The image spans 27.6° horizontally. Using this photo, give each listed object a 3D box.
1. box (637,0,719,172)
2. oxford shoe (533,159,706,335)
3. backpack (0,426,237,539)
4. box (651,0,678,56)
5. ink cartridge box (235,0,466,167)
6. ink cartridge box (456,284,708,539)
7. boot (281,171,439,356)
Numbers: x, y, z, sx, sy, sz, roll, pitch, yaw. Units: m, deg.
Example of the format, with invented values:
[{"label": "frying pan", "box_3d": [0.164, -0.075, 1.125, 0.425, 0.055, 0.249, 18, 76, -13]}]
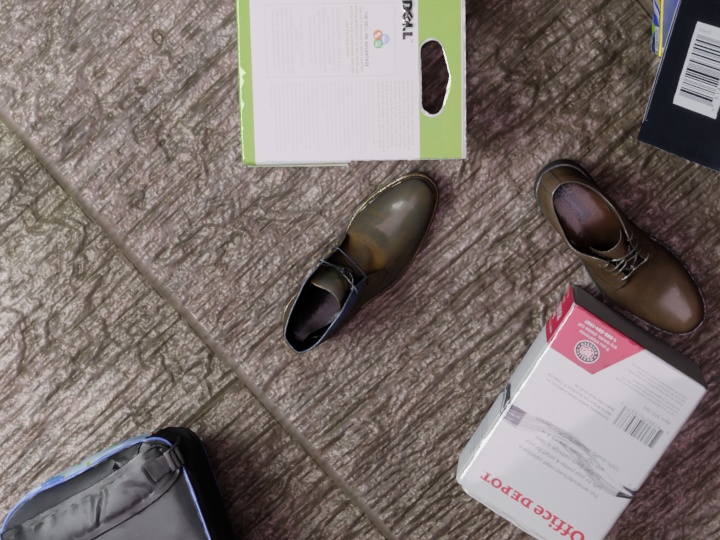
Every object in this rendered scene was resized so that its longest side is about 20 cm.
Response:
[{"label": "box", "box_3d": [0.345, -0.151, 1.197, 0.198, 0.104, 0.150, 6, 106, -38]}, {"label": "oxford shoe", "box_3d": [0.230, -0.010, 1.300, 0.200, 0.084, 0.073, 41, 101, -6]}, {"label": "backpack", "box_3d": [-0.217, 0.258, 1.362, 0.198, 0.147, 0.185, -23, 86, 7]}, {"label": "box", "box_3d": [0.285, -0.284, 1.243, 0.069, 0.064, 0.203, 0, 103, 5]}, {"label": "ink cartridge box", "box_3d": [-0.006, -0.170, 1.290, 0.197, 0.076, 0.150, 0, 102, 4]}, {"label": "ink cartridge box", "box_3d": [0.198, 0.140, 1.335, 0.144, 0.083, 0.201, 32, 104, -3]}, {"label": "boot", "box_3d": [0.000, 0.000, 1.316, 0.074, 0.097, 0.201, 39, 103, -4]}]
